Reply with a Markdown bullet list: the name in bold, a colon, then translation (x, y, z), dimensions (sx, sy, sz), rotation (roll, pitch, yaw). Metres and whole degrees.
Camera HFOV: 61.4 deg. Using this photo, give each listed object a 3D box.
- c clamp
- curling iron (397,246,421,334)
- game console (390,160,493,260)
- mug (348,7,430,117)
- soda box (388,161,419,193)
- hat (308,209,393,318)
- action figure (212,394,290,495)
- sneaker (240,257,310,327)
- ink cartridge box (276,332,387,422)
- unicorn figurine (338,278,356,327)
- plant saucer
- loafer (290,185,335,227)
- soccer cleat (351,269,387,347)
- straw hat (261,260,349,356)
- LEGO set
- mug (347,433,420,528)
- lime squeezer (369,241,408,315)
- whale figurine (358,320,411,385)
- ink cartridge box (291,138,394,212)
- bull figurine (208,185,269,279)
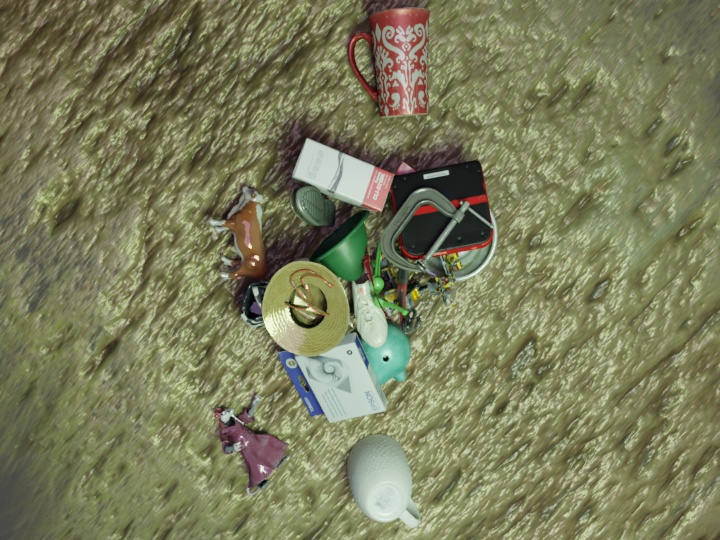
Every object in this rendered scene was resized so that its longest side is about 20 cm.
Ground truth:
- **c clamp**: translation (0.141, -0.075, 1.214), dimensions (0.171, 0.027, 0.200), rotation (43, 87, 10)
- **curling iron**: translation (0.096, 0.031, 1.248), dimensions (0.048, 0.026, 0.206), rotation (-6, 70, 9)
- **game console**: translation (0.168, -0.123, 1.249), dimensions (0.194, 0.031, 0.182), rotation (-10, 80, 3)
- **mug**: translation (0.074, -0.433, 1.290), dimensions (0.131, 0.175, 0.206), rotation (-15, 105, -40)
- **soda box**: translation (0.154, -0.146, 1.298), dimensions (0.198, 0.063, 0.071), rotation (37, 101, 5)
- **hat**: translation (0.000, 0.000, 1.282), dimensions (0.164, 0.201, 0.177), rotation (-29, 106, 41)
- **action figure**: translation (-0.258, 0.383, 1.375), dimensions (0.199, 0.134, 0.150), rotation (41, 135, 3)
- **sneaker**: translation (-0.182, 0.047, 1.299), dimensions (0.197, 0.130, 0.080), rotation (-35, 85, 2)
- **ink cartridge box**: translation (-0.064, 0.244, 1.326), dimensions (0.195, 0.041, 0.203), rotation (-16, 118, 18)
- **unicorn figurine**: translation (-0.066, 0.094, 1.335), dimensions (0.136, 0.073, 0.204), rotation (35, 111, 34)
- **plant saucer**: translation (0.206, -0.079, 1.353), dimensions (0.194, 0.050, 0.207), rotation (1, 96, 11)
- **loafer**: translation (-0.109, -0.126, 1.265), dimensions (0.068, 0.200, 0.078), rotation (1, 83, 15)
- **soccer cleat**: translation (0.012, 0.065, 1.311), dimensions (0.067, 0.078, 0.205), rotation (-13, 66, 1)
- **straw hat**: translation (-0.105, 0.067, 1.264), dimensions (0.195, 0.085, 0.207), rotation (2, 108, 6)
- **LEGO set**: translation (0.111, 0.010, 1.299), dimensions (0.195, 0.116, 0.158), rotation (-10, 103, 27)
- **mug**: translation (0.063, 0.492, 1.360), dimensions (0.147, 0.175, 0.200), rotation (-43, 99, 2)
- **lime squeezer**: translation (0.044, 0.031, 1.268), dimensions (0.037, 0.203, 0.071), rotation (6, 133, -24)
- **whale figurine**: translation (0.035, 0.214, 1.360), dimensions (0.156, 0.104, 0.203), rotation (28, 97, -9)
- **ink cartridge box**: translation (-0.041, -0.196, 1.279), dimensions (0.195, 0.144, 0.086), rotation (20, 92, -8)
- **bull figurine**: translation (-0.258, -0.077, 1.316), dimensions (0.118, 0.065, 0.206), rotation (-10, 96, 0)
